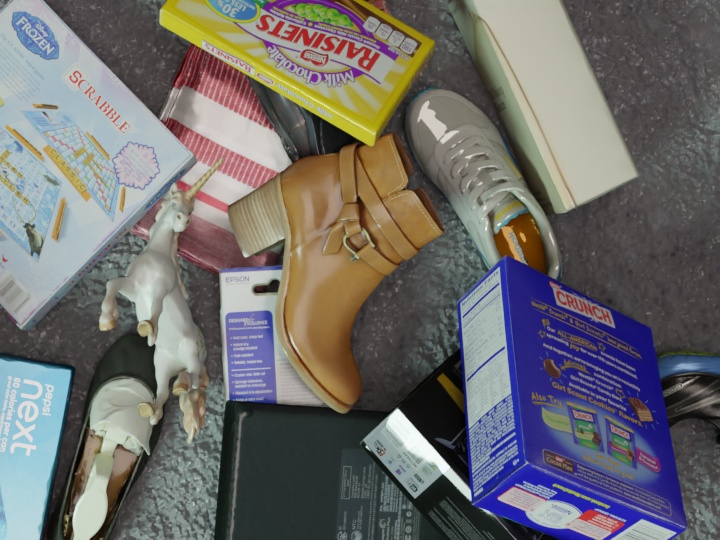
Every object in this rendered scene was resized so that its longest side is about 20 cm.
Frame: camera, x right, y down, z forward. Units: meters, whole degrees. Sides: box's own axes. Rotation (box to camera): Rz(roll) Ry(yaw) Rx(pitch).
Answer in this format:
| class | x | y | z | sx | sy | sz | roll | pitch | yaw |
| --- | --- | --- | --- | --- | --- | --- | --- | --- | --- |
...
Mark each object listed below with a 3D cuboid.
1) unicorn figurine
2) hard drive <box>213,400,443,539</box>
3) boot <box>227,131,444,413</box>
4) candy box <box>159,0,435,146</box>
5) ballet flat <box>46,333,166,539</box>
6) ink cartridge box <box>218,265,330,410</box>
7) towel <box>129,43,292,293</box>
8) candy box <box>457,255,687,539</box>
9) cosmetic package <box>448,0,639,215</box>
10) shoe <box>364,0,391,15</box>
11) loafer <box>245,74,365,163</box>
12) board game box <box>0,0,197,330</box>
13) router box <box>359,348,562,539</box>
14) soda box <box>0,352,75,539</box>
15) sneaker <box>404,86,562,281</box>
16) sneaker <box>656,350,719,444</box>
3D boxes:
| class | x | y | z | sx | sy | sz | roll | pitch | yaw |
| --- | --- | --- | --- | --- | --- | --- | --- | --- | --- |
| unicorn figurine | -0.157 | 0.027 | 1.382 | 0.073 | 0.138 | 0.202 | 5 | 122 | 9 |
| hard drive | -0.022 | 0.184 | 1.406 | 0.198 | 0.033 | 0.141 | 7 | 86 | -27 |
| boot | 0.000 | 0.000 | 1.372 | 0.154 | 0.077 | 0.202 | -24 | 90 | 12 |
| candy box | -0.050 | -0.188 | 1.358 | 0.199 | 0.026 | 0.103 | 30 | 68 | 6 |
| ballet flat | -0.202 | 0.152 | 1.404 | 0.067 | 0.068 | 0.202 | 17 | 87 | -11 |
| ink cartridge box | -0.068 | 0.097 | 1.437 | 0.094 | 0.037 | 0.202 | -3 | 92 | -6 |
| towel | -0.106 | -0.100 | 1.442 | 0.143 | 0.023 | 0.202 | 25 | 86 | -6 |
| candy box | 0.164 | 0.111 | 1.362 | 0.168 | 0.077 | 0.201 | 25 | 44 | -27 |
| cosmetic package | 0.151 | -0.152 | 1.431 | 0.073 | 0.104 | 0.202 | -26 | 91 | -5 |
| shoe | -0.015 | -0.235 | 1.414 | 0.071 | 0.091 | 0.201 | -32 | 92 | -19 |
| loafer | -0.043 | -0.129 | 1.423 | 0.072 | 0.063 | 0.201 | -34 | 100 | -39 |
| board game box | -0.271 | -0.092 | 1.401 | 0.199 | 0.041 | 0.200 | -44 | 87 | -4 |
| router box | 0.109 | 0.170 | 1.376 | 0.200 | 0.157 | 0.052 | 48 | 119 | 5 |
| soda box | -0.284 | 0.172 | 1.397 | 0.067 | 0.064 | 0.202 | 11 | 87 | -6 |
| sneaker | 0.108 | -0.068 | 1.436 | 0.076 | 0.081 | 0.201 | -34 | 92 | -4 |
| sneaker | 0.341 | 0.116 | 1.469 | 0.197 | 0.071 | 0.084 | 6 | 94 | -1 |
